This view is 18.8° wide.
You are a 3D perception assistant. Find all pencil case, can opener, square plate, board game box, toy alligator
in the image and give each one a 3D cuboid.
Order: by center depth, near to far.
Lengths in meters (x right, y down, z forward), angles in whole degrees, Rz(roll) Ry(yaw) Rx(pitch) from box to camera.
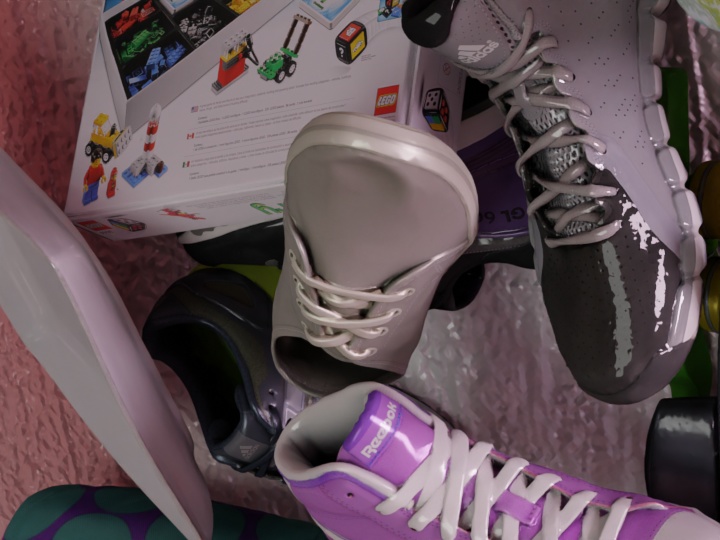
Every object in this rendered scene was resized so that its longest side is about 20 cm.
[{"bbox_3d":[0.147,0.052,0.814,0.078,0.064,0.201,2,138,7],"label":"can opener"},{"bbox_3d":[0.111,-0.033,0.842,0.059,0.054,0.201,6,114,34],"label":"toy alligator"},{"bbox_3d":[-0.038,-0.085,0.889,0.199,0.035,0.127,-6,69,43],"label":"board game box"},{"bbox_3d":[-0.139,0.012,0.987,0.200,0.028,0.199,42,160,44],"label":"square plate"},{"bbox_3d":[-0.078,0.158,1.051,0.199,0.085,0.093,6,120,34],"label":"pencil case"}]

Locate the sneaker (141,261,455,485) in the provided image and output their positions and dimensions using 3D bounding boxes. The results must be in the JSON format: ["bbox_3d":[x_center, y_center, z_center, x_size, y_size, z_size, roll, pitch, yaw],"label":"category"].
[{"bbox_3d":[-0.024,0.076,0.975,0.200,0.081,0.074,44,130,12],"label":"sneaker"}]

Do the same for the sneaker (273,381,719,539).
[{"bbox_3d":[0.048,0.095,0.836,0.199,0.073,0.114,4,146,40],"label":"sneaker"}]

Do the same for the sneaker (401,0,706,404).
[{"bbox_3d":[0.059,-0.054,0.776,0.075,0.115,0.202,-18,70,43],"label":"sneaker"}]

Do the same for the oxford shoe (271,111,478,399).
[{"bbox_3d":[0.000,0.000,0.822,0.075,0.058,0.200,18,156,1],"label":"oxford shoe"}]

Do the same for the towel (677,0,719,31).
[{"bbox_3d":[0.145,-0.166,0.693,0.048,0.171,0.202,-4,106,-9],"label":"towel"}]

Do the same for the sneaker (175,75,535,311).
[{"bbox_3d":[0.005,-0.014,0.921,0.199,0.076,0.088,-16,109,43],"label":"sneaker"}]
